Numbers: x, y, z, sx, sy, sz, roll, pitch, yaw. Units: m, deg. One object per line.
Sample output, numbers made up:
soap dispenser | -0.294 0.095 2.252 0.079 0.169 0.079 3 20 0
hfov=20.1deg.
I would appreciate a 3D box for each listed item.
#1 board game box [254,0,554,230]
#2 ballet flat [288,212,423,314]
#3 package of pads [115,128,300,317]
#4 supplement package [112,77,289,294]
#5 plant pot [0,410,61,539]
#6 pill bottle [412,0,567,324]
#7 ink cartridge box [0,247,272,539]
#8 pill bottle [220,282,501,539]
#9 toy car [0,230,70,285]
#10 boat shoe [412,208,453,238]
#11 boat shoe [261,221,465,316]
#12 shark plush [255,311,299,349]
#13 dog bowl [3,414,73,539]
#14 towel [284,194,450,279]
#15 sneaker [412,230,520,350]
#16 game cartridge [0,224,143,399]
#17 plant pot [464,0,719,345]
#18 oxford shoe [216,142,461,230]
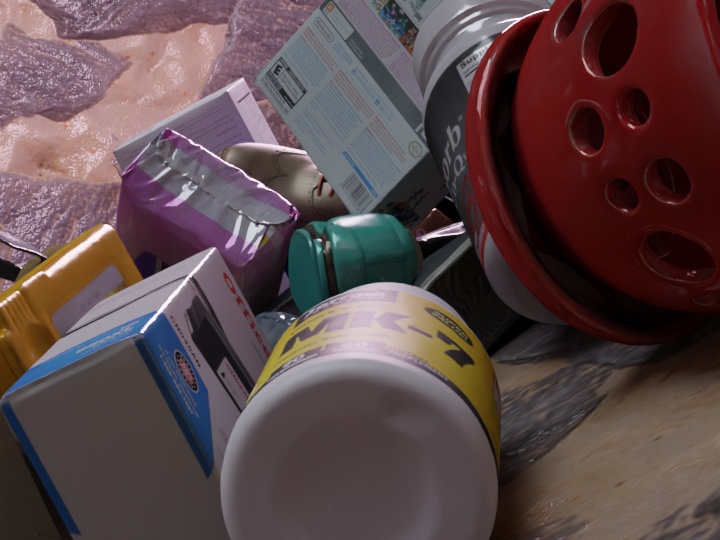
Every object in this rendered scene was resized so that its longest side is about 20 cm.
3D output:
board game box | 0.044 -0.143 1.334 0.200 0.148 0.064 -46 -31 18
ballet flat | 0.000 0.000 1.205 0.070 0.068 0.200 -7 0 -8
package of pads | -0.118 -0.001 1.478 0.076 0.120 0.200 -47 -15 -32
supplement package | -0.103 -0.042 1.685 0.109 0.201 0.114 -27 7 8
plant pot | -0.263 0.162 1.038 0.200 0.200 0.177 -23 3 35
pill bottle | 0.101 -0.073 1.170 0.116 0.116 0.200 -28 42 7
ink cartridge box | -0.093 0.085 1.054 0.084 0.145 0.200 -26 9 11
pill bottle | 0.006 0.071 0.906 0.114 0.115 0.200 -28 8 9
toy car | -0.199 0.046 1.391 0.158 0.200 0.164 -51 15 -22
boat shoe | -0.011 0.019 1.442 0.199 0.073 0.072 -27 8 13
boat shoe | 0.010 0.022 1.368 0.199 0.075 0.062 -18 -1 12
shark plush | -0.014 0.061 1.147 0.091 0.084 0.200 -30 8 -8
dog bowl | -0.256 0.137 1.226 0.200 0.200 0.059 -28 51 7
towel | 0.017 -0.062 1.588 0.200 0.050 0.148 -39 -30 -10
sneaker | 0.080 -0.006 1.276 0.200 0.075 0.106 -35 9 -29
game cartridge | -0.144 0.075 1.186 0.032 0.177 0.200 -27 9 16
plant pot | 0.163 -0.073 0.967 0.182 0.201 0.200 -25 8 47
oxford shoe | -0.008 -0.057 1.468 0.075 0.199 0.071 116 169 -61
